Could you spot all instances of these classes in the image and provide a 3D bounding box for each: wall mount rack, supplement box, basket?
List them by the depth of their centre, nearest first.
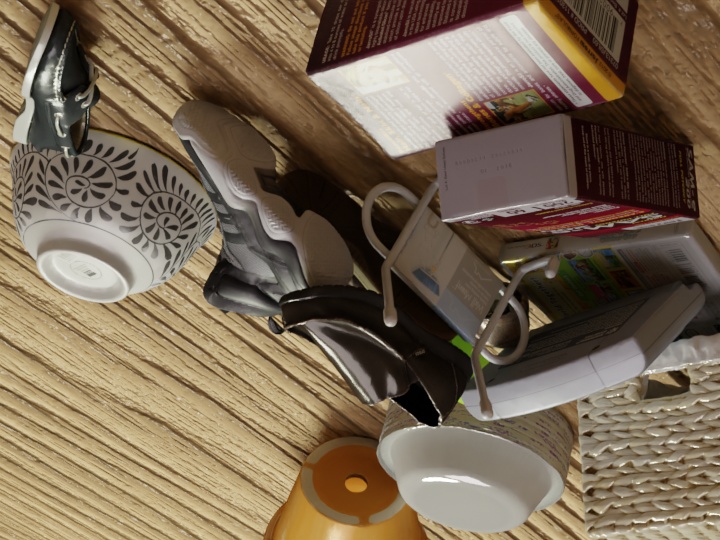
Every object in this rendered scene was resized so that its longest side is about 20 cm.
[{"bbox_3d":[0.076,-0.159,1.123,0.199,0.086,0.110,-12,141,39],"label":"supplement box"},{"bbox_3d":[0.154,-0.065,1.184,0.108,0.061,0.200,-10,172,37],"label":"supplement box"},{"bbox_3d":[0.077,0.019,1.313,0.200,0.174,0.074,43,147,-21],"label":"wall mount rack"},{"bbox_3d":[0.316,0.153,1.406,0.198,0.162,0.199,-15,157,43],"label":"basket"}]

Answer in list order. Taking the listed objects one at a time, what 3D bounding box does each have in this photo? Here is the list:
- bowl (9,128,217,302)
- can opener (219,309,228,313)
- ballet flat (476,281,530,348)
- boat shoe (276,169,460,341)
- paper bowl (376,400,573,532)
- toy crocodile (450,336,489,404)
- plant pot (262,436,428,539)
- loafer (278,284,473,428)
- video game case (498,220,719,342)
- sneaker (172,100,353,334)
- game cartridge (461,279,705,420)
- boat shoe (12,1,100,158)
[{"bbox_3d":[-0.237,-0.033,1.476,0.200,0.095,0.201,11,150,6],"label":"bowl"},{"bbox_3d":[-0.097,0.005,1.504,0.063,0.079,0.200,8,163,-20],"label":"can opener"},{"bbox_3d":[0.057,0.009,1.434,0.199,0.068,0.067,15,146,2],"label":"ballet flat"},{"bbox_3d":[0.000,0.000,1.390,0.200,0.072,0.072,37,140,6],"label":"boat shoe"},{"bbox_3d":[0.116,0.200,1.692,0.199,0.105,0.201,12,149,8],"label":"paper bowl"},{"bbox_3d":[0.053,0.061,1.522,0.200,0.068,0.062,34,146,-29],"label":"toy crocodile"},{"bbox_3d":[-0.011,0.294,1.842,0.199,0.201,0.184,13,135,5],"label":"plant pot"},{"bbox_3d":[0.016,0.071,1.306,0.199,0.072,0.073,28,151,-34],"label":"loafer"},{"bbox_3d":[0.245,0.026,1.420,0.181,0.023,0.200,-8,144,35],"label":"video game case"},{"bbox_3d":[-0.104,-0.037,1.340,0.200,0.075,0.114,49,123,2],"label":"sneaker"},{"bbox_3d":[0.182,0.071,1.371,0.200,0.133,0.042,-22,105,45],"label":"game cartridge"},{"bbox_3d":[-0.237,-0.150,1.307,0.060,0.076,0.200,21,162,-7],"label":"boat shoe"}]
